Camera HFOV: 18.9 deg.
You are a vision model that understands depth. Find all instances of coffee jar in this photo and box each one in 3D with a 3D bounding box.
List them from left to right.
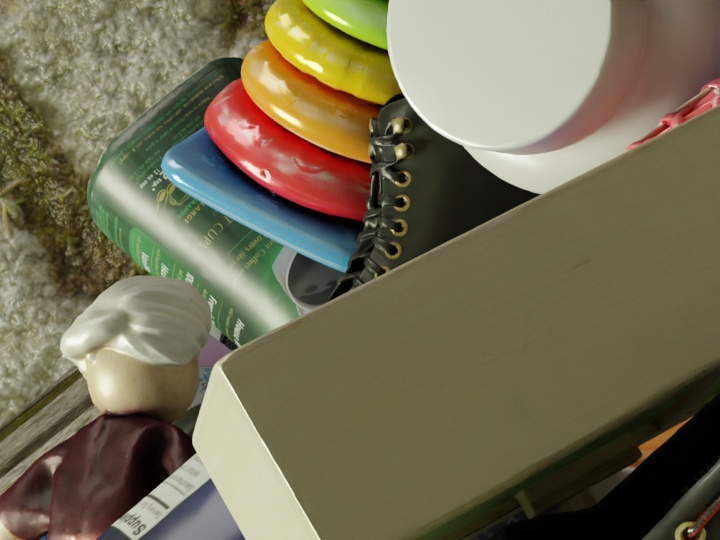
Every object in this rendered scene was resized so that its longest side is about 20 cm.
[{"bbox_3d":[-0.026,0.002,1.002,0.104,0.200,0.085,-40,-16,-18],"label":"coffee jar"}]

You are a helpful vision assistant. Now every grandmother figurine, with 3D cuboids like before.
[{"bbox_3d":[-0.088,0.098,0.760,0.121,0.200,0.061,-1,-19,27],"label":"grandmother figurine"}]

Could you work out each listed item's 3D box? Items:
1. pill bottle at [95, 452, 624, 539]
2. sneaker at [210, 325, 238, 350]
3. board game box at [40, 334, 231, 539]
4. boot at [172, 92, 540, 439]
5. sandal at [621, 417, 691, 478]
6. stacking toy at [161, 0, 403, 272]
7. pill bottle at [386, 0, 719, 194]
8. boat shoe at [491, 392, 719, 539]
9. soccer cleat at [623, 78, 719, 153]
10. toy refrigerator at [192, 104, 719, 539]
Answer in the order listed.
[{"bbox_3d":[-0.022,0.104,0.660,0.200,0.111,0.111,-41,7,-14],"label":"pill bottle"},{"bbox_3d":[-0.036,0.031,1.072,0.200,0.140,0.078,-42,7,-21],"label":"sneaker"},{"bbox_3d":[-0.131,0.144,0.924,0.199,0.043,0.200,-51,-6,-32],"label":"board game box"},{"bbox_3d":[0.000,0.000,0.843,0.200,0.139,0.077,-19,11,-27],"label":"boot"},{"bbox_3d":[0.079,0.023,0.727,0.079,0.059,0.207,-40,11,-9],"label":"sandal"},{"bbox_3d":[0.008,-0.107,0.898,0.200,0.110,0.116,-67,-8,22],"label":"stacking toy"},{"bbox_3d":[0.093,-0.081,0.773,0.111,0.112,0.200,-35,-16,26],"label":"pill bottle"},{"bbox_3d":[0.053,0.092,0.568,0.201,0.063,0.074,-37,8,22],"label":"boat shoe"},{"bbox_3d":[0.123,-0.039,0.689,0.200,0.073,0.068,-20,30,-9],"label":"soccer cleat"},{"bbox_3d":[0.060,0.020,0.588,0.200,0.070,0.076,-27,-14,-19],"label":"toy refrigerator"}]
